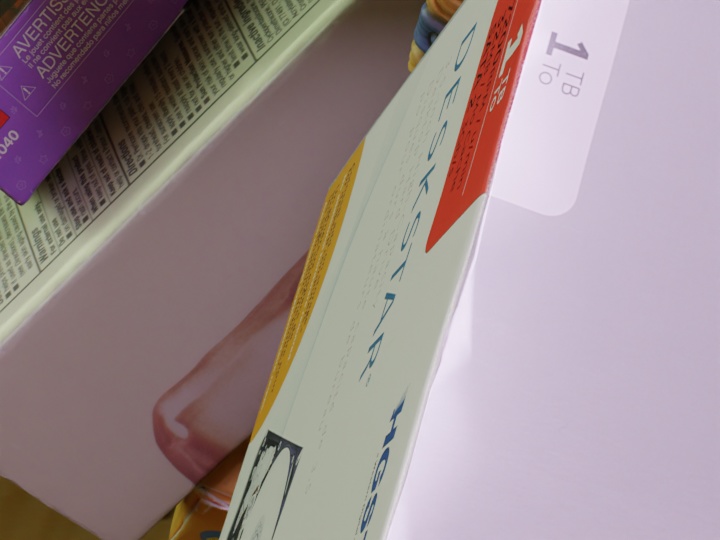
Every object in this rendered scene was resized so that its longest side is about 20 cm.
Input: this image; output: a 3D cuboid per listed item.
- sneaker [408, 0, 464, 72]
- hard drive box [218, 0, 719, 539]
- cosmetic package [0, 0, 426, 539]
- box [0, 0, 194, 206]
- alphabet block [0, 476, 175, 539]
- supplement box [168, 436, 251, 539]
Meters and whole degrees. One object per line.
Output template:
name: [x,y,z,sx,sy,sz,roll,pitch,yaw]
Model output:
sneaker: [0.079,-0.096,0.671,0.088,0.075,0.200,-53,-5,-49]
hard drive box: [0.031,0.028,0.590,0.200,0.077,0.156,130,159,-66]
cosmetic package: [-0.036,-0.030,0.822,0.200,0.087,0.103,-42,36,13]
box: [-0.096,-0.103,0.858,0.137,0.039,0.200,-51,26,-4]
alphabet block: [-0.085,-0.016,1.054,0.200,0.196,0.196,123,167,-58]
supplement box: [0.000,0.000,0.907,0.069,0.066,0.200,127,163,-63]
